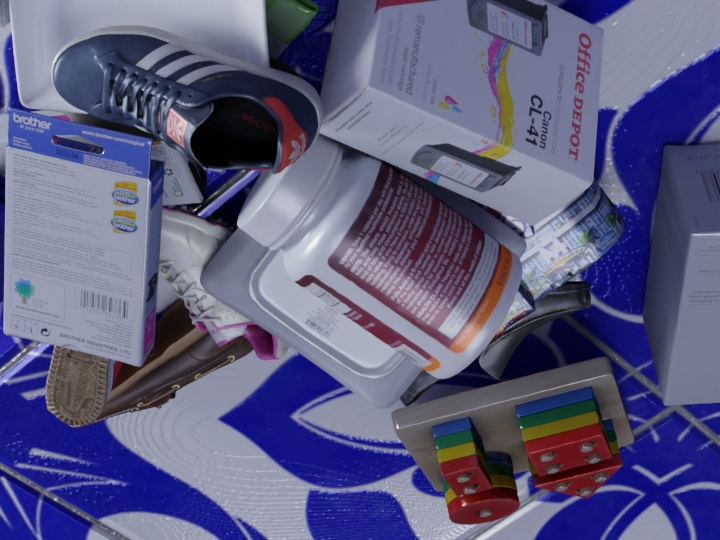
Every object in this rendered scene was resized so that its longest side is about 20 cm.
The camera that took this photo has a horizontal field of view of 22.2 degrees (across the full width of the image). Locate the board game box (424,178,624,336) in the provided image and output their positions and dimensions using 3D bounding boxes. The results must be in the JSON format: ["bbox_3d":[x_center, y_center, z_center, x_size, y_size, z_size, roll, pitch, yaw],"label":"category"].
[{"bbox_3d":[0.083,-0.050,1.498,0.199,0.062,0.200,-34,111,17],"label":"board game box"}]

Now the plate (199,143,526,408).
[{"bbox_3d":[0.000,0.000,1.474,0.199,0.032,0.200,34,113,-14],"label":"plate"}]

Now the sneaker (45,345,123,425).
[{"bbox_3d":[-0.208,0.024,1.529,0.071,0.113,0.201,22,128,-4],"label":"sneaker"}]

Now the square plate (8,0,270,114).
[{"bbox_3d":[-0.156,-0.200,1.297,0.196,0.029,0.202,6,122,11],"label":"square plate"}]

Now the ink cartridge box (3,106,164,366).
[{"bbox_3d":[-0.212,-0.030,1.403,0.118,0.042,0.202,13,123,10],"label":"ink cartridge box"}]

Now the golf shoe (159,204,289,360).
[{"bbox_3d":[-0.125,0.008,1.529,0.199,0.092,0.075,25,163,-24],"label":"golf shoe"}]

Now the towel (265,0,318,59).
[{"bbox_3d":[-0.144,-0.176,1.389,0.148,0.031,0.200,25,137,-28],"label":"towel"}]

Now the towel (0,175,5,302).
[{"bbox_3d":[-0.337,-0.018,1.502,0.199,0.050,0.147,-23,143,30],"label":"towel"}]

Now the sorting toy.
[{"bbox_3d":[0.149,0.167,1.674,0.198,0.070,0.199,-15,154,8],"label":"sorting toy"}]

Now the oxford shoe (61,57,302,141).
[{"bbox_3d":[-0.135,-0.129,1.378,0.197,0.071,0.072,6,92,10],"label":"oxford shoe"}]

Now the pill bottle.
[{"bbox_3d":[0.013,-0.018,1.384,0.199,0.115,0.114,35,122,-13],"label":"pill bottle"}]

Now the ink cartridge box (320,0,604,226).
[{"bbox_3d":[0.078,-0.144,1.371,0.198,0.149,0.086,20,151,-22],"label":"ink cartridge box"}]

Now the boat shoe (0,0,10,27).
[{"bbox_3d":[-0.287,-0.267,1.299,0.070,0.072,0.202,2,125,8],"label":"boat shoe"}]

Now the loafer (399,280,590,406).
[{"bbox_3d":[0.112,0.060,1.605,0.198,0.073,0.073,-19,172,19],"label":"loafer"}]

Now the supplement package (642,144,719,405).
[{"bbox_3d":[0.312,0.004,1.556,0.115,0.118,0.201,-3,132,-4],"label":"supplement package"}]

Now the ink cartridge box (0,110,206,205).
[{"bbox_3d":[-0.230,-0.086,1.460,0.198,0.037,0.095,-6,143,11],"label":"ink cartridge box"}]

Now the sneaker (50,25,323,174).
[{"bbox_3d":[-0.128,-0.114,1.275,0.198,0.085,0.076,11,124,9],"label":"sneaker"}]

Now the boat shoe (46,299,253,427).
[{"bbox_3d":[-0.183,0.091,1.621,0.199,0.071,0.070,-28,128,19],"label":"boat shoe"}]
